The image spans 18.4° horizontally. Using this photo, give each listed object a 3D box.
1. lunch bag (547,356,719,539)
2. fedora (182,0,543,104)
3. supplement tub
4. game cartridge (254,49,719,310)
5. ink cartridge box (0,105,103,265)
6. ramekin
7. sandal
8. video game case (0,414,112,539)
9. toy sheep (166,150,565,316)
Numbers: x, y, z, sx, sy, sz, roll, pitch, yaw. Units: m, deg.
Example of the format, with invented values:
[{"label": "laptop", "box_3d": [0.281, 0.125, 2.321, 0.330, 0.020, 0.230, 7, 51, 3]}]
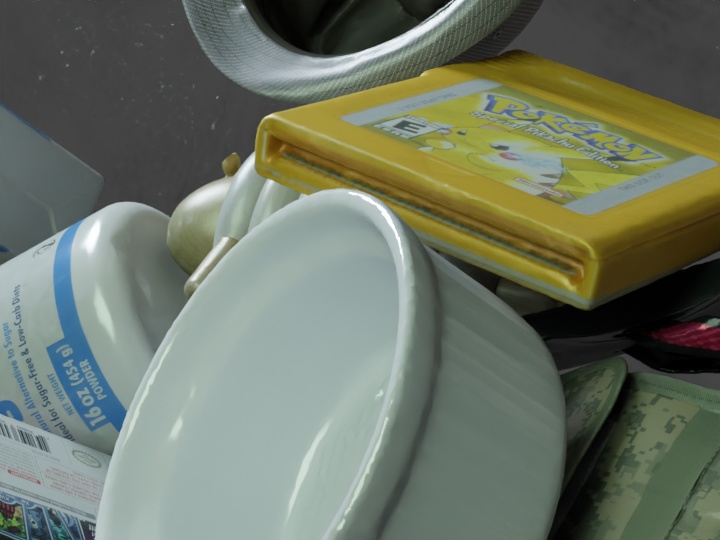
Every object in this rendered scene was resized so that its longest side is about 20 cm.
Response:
[{"label": "lunch bag", "box_3d": [0.108, 0.131, 0.895, 0.199, 0.118, 0.165, 13, 57, 36]}, {"label": "fedora", "box_3d": [0.018, -0.149, 1.113, 0.199, 0.090, 0.177, -36, 55, 4]}, {"label": "supplement tub", "box_3d": [-0.162, 0.064, 1.090, 0.199, 0.132, 0.133, -28, 56, 20]}, {"label": "game cartridge", "box_3d": [0.082, -0.048, 0.968, 0.175, 0.199, 0.033, 23, 118, 31]}, {"label": "ink cartridge box", "box_3d": [-0.255, -0.054, 1.206, 0.199, 0.116, 0.068, 10, 74, 33]}, {"label": "ramekin", "box_3d": [-0.010, 0.079, 0.874, 0.200, 0.097, 0.202, -38, 36, 34]}, {"label": "sandal", "box_3d": [0.145, 0.027, 0.952, 0.198, 0.075, 0.045, -16, 69, 8]}, {"label": "video game case", "box_3d": [-0.091, 0.143, 0.945, 0.036, 0.199, 0.182, -55, 33, 16]}, {"label": "toy sheep", "box_3d": [0.000, 0.000, 1.031, 0.199, 0.138, 0.139, 16, 76, 20]}]
